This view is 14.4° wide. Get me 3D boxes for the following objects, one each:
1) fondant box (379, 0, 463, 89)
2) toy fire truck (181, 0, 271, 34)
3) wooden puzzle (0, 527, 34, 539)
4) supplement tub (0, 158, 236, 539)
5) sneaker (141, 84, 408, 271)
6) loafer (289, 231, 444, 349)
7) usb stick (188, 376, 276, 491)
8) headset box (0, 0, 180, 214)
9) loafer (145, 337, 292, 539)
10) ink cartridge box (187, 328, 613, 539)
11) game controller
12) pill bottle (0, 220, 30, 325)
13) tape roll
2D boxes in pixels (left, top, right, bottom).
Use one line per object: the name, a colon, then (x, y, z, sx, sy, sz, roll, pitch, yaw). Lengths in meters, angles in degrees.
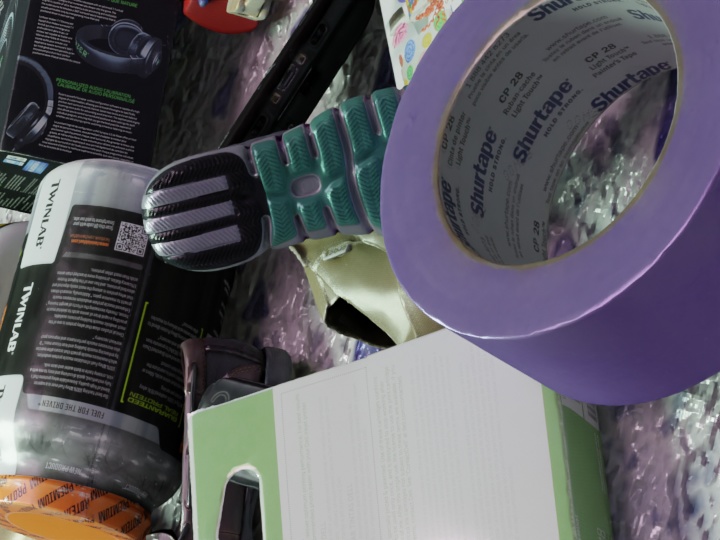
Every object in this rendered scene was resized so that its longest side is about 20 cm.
fondant box: (0.072, -0.170, 1.436, 0.144, 0.058, 0.201, -44, 42, 39)
toy fire truck: (-0.053, -0.189, 1.586, 0.200, 0.048, 0.142, 119, 160, -44)
wooden puzzle: (-0.173, 0.228, 1.653, 0.186, 0.046, 0.200, -58, 40, 24)
supplement tub: (-0.144, 0.050, 1.590, 0.122, 0.122, 0.201, -14, 58, 54)
sneaker: (-0.009, -0.052, 1.394, 0.088, 0.199, 0.075, -104, 5, -81)
loafer: (0.000, 0.000, 1.453, 0.200, 0.076, 0.068, 25, 92, 58)
usb stick: (-0.011, 0.094, 1.430, 0.199, 0.033, 0.056, 12, 81, 45)
headset box: (-0.170, -0.144, 1.718, 0.174, 0.092, 0.201, 155, 126, -73)
loafer: (-0.089, 0.134, 1.530, 0.072, 0.063, 0.201, 159, 125, -76)
ink cartridge box: (0.017, 0.109, 1.337, 0.199, 0.048, 0.146, -20, 58, 25)
game controller: (-0.049, -0.091, 1.527, 0.201, 0.042, 0.104, -59, -5, -16)
pill bottle: (-0.240, 0.029, 1.774, 0.200, 0.112, 0.113, -3, 74, 56)
tape roll: (0.109, -0.048, 1.257, 0.199, 0.085, 0.201, -23, 53, 34)
